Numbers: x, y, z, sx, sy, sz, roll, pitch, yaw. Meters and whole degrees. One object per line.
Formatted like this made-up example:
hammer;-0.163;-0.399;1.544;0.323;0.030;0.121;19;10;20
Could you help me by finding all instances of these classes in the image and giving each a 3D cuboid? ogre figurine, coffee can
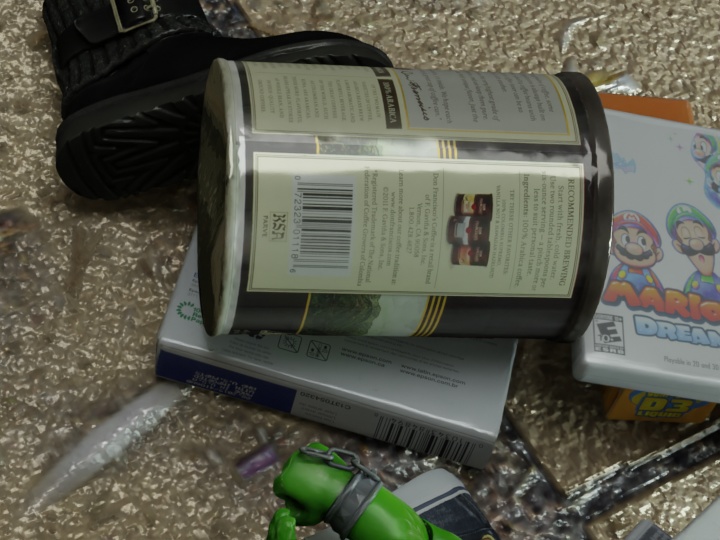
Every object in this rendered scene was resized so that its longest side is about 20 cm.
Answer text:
ogre figurine;0.007;0.183;0.835;0.119;0.099;0.201;11;41;-8
coffee can;0.018;-0.037;0.969;0.198;0.147;0.147;2;55;-11

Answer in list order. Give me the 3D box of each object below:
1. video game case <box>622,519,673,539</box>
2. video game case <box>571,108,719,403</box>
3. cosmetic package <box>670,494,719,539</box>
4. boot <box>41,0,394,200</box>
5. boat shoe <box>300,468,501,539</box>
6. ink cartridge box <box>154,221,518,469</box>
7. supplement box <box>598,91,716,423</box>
video game case;0.180;0.215;0.897;0.181;0.023;0.200;39;24;14
video game case;0.214;-0.005;1.039;0.198;0.024;0.183;9;55;-10
cosmetic package;0.204;0.165;0.907;0.101;0.072;0.200;40;25;17
boot;-0.088;-0.136;1.070;0.209;0.080;0.159;-10;49;3
boat shoe;0.000;0.179;0.910;0.199;0.071;0.091;-28;62;-30
ink cartridge box;0.000;0.000;1.055;0.195;0.043;0.201;16;52;0
supplement box;0.172;-0.009;1.086;0.066;0.069;0.201;5;53;-9
